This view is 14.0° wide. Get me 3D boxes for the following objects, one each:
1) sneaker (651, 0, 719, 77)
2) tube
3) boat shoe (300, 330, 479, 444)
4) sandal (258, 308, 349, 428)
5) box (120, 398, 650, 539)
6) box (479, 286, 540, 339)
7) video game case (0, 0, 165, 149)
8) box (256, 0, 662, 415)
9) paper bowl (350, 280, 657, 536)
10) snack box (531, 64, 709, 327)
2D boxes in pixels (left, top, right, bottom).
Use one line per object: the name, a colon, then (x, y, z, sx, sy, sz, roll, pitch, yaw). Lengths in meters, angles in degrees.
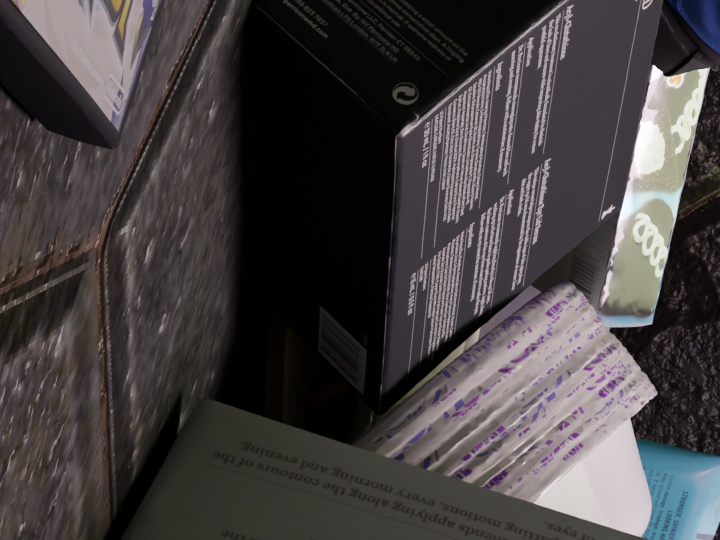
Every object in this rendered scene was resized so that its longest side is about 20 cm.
sneaker: (0.115, -0.172, 1.118, 0.077, 0.111, 0.201, -34, 108, -53)
tube: (0.076, 0.096, 1.401, 0.050, 0.199, 0.078, -52, 159, -67)
boat shoe: (0.006, 0.069, 1.336, 0.061, 0.071, 0.202, 45, -54, 54)
sandal: (0.000, 0.000, 1.210, 0.080, 0.054, 0.201, 90, 18, -64)
box: (-0.005, 0.193, 1.045, 0.172, 0.198, 0.201, -63, 167, -50)
box: (0.071, 0.106, 1.728, 0.200, 0.104, 0.185, 85, 23, -70)
video game case: (-0.054, -0.135, 0.672, 0.200, 0.025, 0.182, 59, 47, -79)
box: (0.035, -0.057, 1.080, 0.141, 0.079, 0.200, -37, 157, -21)
paper bowl: (0.039, 0.104, 1.202, 0.200, 0.105, 0.201, -38, 177, -2)
snack box: (0.098, -0.090, 1.252, 0.037, 0.116, 0.201, -4, 115, -35)
